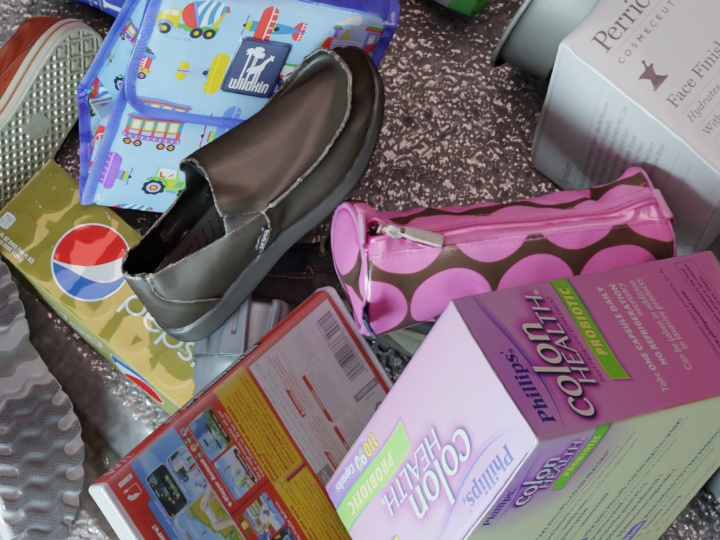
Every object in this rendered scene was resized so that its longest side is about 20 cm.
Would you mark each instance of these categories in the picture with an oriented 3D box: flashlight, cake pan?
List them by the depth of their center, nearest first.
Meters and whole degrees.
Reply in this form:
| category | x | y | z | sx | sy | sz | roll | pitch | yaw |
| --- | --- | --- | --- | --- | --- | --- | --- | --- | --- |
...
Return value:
| category | x | y | z | sx | sy | sz | roll | pitch | yaw |
| --- | --- | --- | --- | --- | --- | --- | --- | --- | --- |
| flashlight | -0.075 | 0.115 | 1.377 | 0.067 | 0.068 | 0.201 | 10 | 79 | -4 |
| cake pan | 0.157 | -0.195 | 1.473 | 0.037 | 0.200 | 0.200 | 40 | 76 | 5 |

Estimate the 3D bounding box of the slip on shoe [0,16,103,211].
| category | x | y | z | sx | sy | sz | roll | pitch | yaw |
| --- | --- | --- | --- | --- | --- | --- | --- | --- | --- |
| slip on shoe | -0.239 | -0.079 | 1.507 | 0.061 | 0.074 | 0.200 | 26 | 77 | 43 |

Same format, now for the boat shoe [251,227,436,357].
| category | x | y | z | sx | sy | sz | roll | pitch | yaw |
| --- | --- | --- | --- | --- | --- | --- | --- | --- | --- |
| boat shoe | 0.000 | 0.000 | 1.463 | 0.199 | 0.075 | 0.074 | 13 | 115 | -4 |

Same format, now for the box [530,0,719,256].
| category | x | y | z | sx | sy | sz | roll | pitch | yaw |
| --- | --- | --- | --- | --- | --- | --- | --- | --- | --- |
| box | 0.219 | -0.131 | 1.452 | 0.131 | 0.200 | 0.199 | 39 | 76 | 10 |

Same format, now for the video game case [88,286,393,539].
| category | x | y | z | sx | sy | sz | roll | pitch | yaw |
| --- | --- | --- | --- | --- | --- | --- | --- | --- | --- |
| video game case | -0.046 | 0.122 | 1.350 | 0.200 | 0.017 | 0.143 | -41 | 106 | -35 |

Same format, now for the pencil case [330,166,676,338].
| category | x | y | z | sx | sy | sz | roll | pitch | yaw |
| --- | --- | --- | --- | --- | --- | --- | --- | --- | --- |
| pencil case | 0.085 | -0.013 | 1.376 | 0.199 | 0.094 | 0.091 | -9 | 55 | -11 |

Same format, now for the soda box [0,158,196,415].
| category | x | y | z | sx | sy | sz | roll | pitch | yaw |
| --- | --- | --- | --- | --- | --- | --- | --- | --- | --- |
| soda box | -0.138 | 0.024 | 1.469 | 0.200 | 0.064 | 0.068 | 40 | 77 | 10 |

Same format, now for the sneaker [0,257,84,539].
| category | x | y | z | sx | sy | sz | roll | pitch | yaw |
| --- | --- | --- | --- | --- | --- | --- | --- | --- | --- |
| sneaker | -0.230 | 0.081 | 1.456 | 0.075 | 0.082 | 0.201 | -12 | 83 | -46 |

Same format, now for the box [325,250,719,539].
| category | x | y | z | sx | sy | sz | roll | pitch | yaw |
| --- | --- | --- | --- | --- | --- | --- | --- | --- | --- |
| box | 0.111 | 0.091 | 1.338 | 0.199 | 0.176 | 0.097 | -11 | 57 | -37 |

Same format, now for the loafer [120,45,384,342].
| category | x | y | z | sx | sy | sz | roll | pitch | yaw |
| --- | --- | --- | --- | --- | --- | --- | --- | --- | --- |
| loafer | -0.063 | -0.048 | 1.353 | 0.200 | 0.071 | 0.073 | -53 | 46 | 4 |

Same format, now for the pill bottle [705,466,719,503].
| category | x | y | z | sx | sy | sz | roll | pitch | yaw |
| --- | --- | --- | --- | --- | --- | --- | --- | --- | --- |
| pill bottle | 0.258 | 0.103 | 1.423 | 0.114 | 0.114 | 0.200 | -35 | 76 | -11 |

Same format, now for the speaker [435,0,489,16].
| category | x | y | z | sx | sy | sz | roll | pitch | yaw |
| --- | --- | --- | --- | --- | --- | --- | --- | --- | --- |
| speaker | 0.014 | -0.250 | 1.512 | 0.200 | 0.088 | 0.089 | 37 | 75 | 3 |

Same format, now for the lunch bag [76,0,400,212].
| category | x | y | z | sx | sy | sz | roll | pitch | yaw |
| --- | --- | --- | --- | --- | --- | --- | --- | --- | --- |
| lunch bag | -0.074 | -0.122 | 1.419 | 0.150 | 0.200 | 0.095 | 7 | 54 | -19 |

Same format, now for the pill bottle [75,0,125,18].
| category | x | y | z | sx | sy | sz | roll | pitch | yaw |
| --- | --- | --- | --- | --- | --- | --- | --- | --- | --- |
| pill bottle | -0.104 | -0.203 | 1.513 | 0.199 | 0.120 | 0.120 | 23 | 73 | 7 |
